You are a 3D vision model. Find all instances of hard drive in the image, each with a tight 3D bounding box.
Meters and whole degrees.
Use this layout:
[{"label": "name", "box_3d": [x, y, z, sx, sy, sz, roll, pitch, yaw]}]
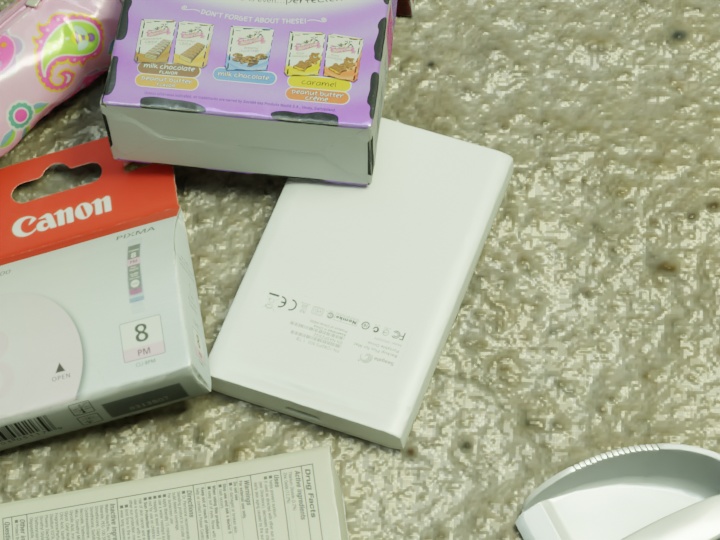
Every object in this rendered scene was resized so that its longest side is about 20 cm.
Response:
[{"label": "hard drive", "box_3d": [0.000, 0.000, 1.396, 0.131, 0.026, 0.201, 17, 65, 15]}]

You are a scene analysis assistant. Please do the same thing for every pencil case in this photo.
[{"label": "pencil case", "box_3d": [-0.233, -0.122, 1.453, 0.200, 0.088, 0.087, -41, 65, -15]}]

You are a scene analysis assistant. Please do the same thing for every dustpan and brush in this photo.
[{"label": "dustpan and brush", "box_3d": [0.202, 0.140, 1.279, 0.199, 0.057, 0.140, -26, 62, -7]}]

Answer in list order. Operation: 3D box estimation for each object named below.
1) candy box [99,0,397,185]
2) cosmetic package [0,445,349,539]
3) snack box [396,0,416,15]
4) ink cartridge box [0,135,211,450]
[{"label": "candy box", "box_3d": [-0.062, -0.163, 1.427, 0.166, 0.072, 0.201, 6, 62, 5]}, {"label": "cosmetic package", "box_3d": [-0.104, 0.174, 1.290, 0.198, 0.073, 0.104, -9, 61, 2]}, {"label": "snack box", "box_3d": [-0.057, -0.213, 1.515, 0.198, 0.024, 0.072, 6, 62, 10]}, {"label": "ink cartridge box", "box_3d": [-0.186, 0.002, 1.392, 0.161, 0.057, 0.201, -16, 65, 7]}]
